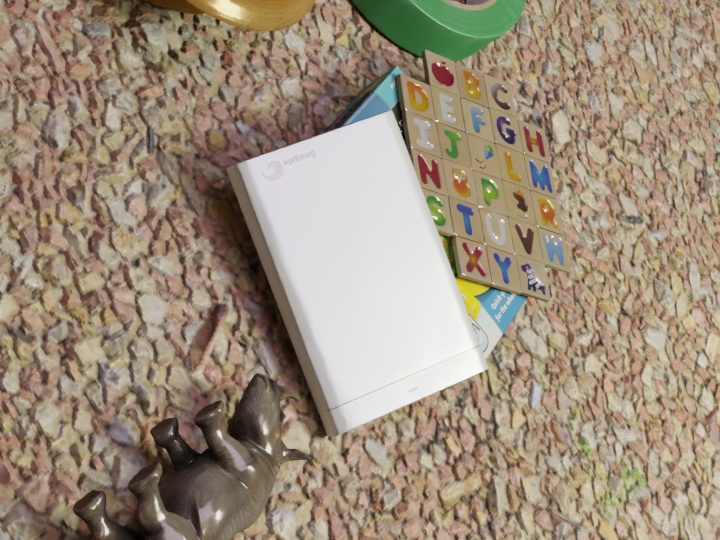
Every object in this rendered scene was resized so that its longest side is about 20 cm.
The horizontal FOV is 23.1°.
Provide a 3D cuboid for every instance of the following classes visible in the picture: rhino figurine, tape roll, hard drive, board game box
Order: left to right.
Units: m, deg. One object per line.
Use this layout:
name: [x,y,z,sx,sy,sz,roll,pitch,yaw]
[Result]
rhino figurine: [-0.093,0.130,1.109,0.200,0.060,0.088,-43,114,-49]
hard drive: [0.000,0.000,1.248,0.132,0.027,0.200,-21,91,-27]
board game box: [0.045,-0.036,1.344,0.200,0.047,0.151,50,43,-11]
tape roll: [0.054,-0.275,1.485,0.200,0.048,0.201,22,54,-34]

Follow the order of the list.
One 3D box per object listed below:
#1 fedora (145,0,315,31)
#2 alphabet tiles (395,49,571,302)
fedora: [-0.118,-0.242,1.277,0.200,0.082,0.201,28,46,-34]
alphabet tiles: [0.098,-0.075,1.378,0.166,0.006,0.200,16,55,-39]
